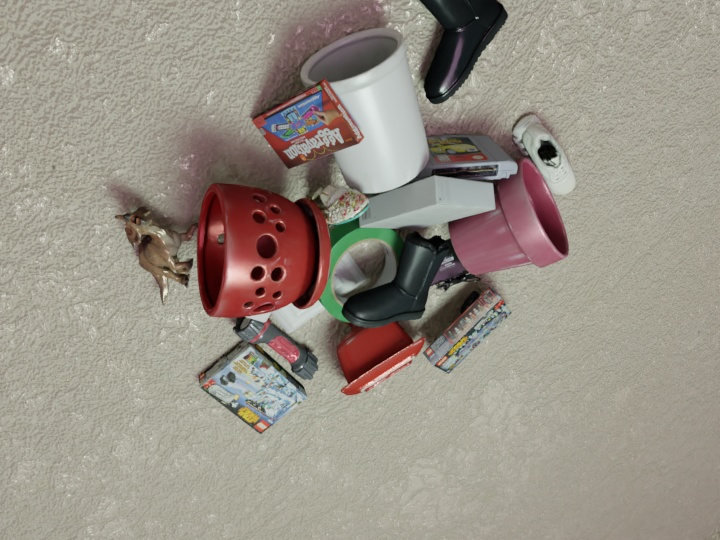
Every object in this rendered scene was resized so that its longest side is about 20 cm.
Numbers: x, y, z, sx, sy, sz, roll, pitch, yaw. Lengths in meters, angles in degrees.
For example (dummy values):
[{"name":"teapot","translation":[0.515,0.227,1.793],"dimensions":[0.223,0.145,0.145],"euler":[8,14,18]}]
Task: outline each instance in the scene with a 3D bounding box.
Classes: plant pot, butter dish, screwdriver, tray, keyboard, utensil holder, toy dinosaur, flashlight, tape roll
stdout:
[{"name":"plant pot","translation":[-0.154,-0.031,0.988],"dimensions":[0.179,0.201,0.204],"euler":[-1,122,-29]},{"name":"butter dish","translation":[0.022,0.153,1.282],"dimensions":[0.197,0.149,0.200],"euler":[-32,167,-4]},{"name":"screwdriver","translation":[0.219,0.132,1.405],"dimensions":[0.029,0.028,0.203],"euler":[22,116,2]},{"name":"plant pot","translation":[0.273,-0.084,1.186],"dimensions":[0.177,0.203,0.200],"euler":[-25,131,31]},{"name":"tray","translation":[-0.089,0.043,1.240],"dimensions":[0.198,0.022,0.108],"euler":[-34,125,3]},{"name":"keyboard","translation":[0.177,-0.010,1.304],"dimensions":[0.196,0.040,0.106],"euler":[-20,102,-6]},{"name":"utensil holder","translation":[0.014,-0.253,1.005],"dimensions":[0.167,0.171,0.202],"euler":[-24,129,-3]},{"name":"toy dinosaur","translation":[-0.351,-0.035,1.066],"dimensions":[0.133,0.087,0.202],"euler":[12,133,-14]},{"name":"flashlight","translation":[-0.163,0.152,1.249],"dimensions":[0.200,0.067,0.068],"euler":[45,66,-30]},{"name":"tape roll","translation":[0.000,0.000,1.206],"dimensions":[0.196,0.048,0.205],"euler":[-13,119,-24]}]

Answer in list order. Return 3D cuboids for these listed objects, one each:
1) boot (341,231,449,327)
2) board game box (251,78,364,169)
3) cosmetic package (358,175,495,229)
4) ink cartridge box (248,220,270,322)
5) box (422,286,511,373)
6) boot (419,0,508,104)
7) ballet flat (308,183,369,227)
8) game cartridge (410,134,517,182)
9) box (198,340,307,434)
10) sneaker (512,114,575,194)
[{"name":"boot","translation":[0.066,0.011,1.157],"dimensions":[0.197,0.076,0.171],"euler":[-3,121,-36]},{"name":"board game box","translation":[-0.087,-0.222,0.974],"dimensions":[0.103,0.198,0.020],"euler":[51,58,-23]},{"name":"cosmetic package","translation":[0.113,-0.114,1.094],"dimensions":[0.149,0.198,0.053],"euler":[2,81,-40]},{"name":"ink cartridge box","translation":[-0.183,-0.016,1.141],"dimensions":[0.114,0.067,0.202],"euler":[20,112,-29]},{"name":"box","translation":[0.234,0.134,1.352],"dimensions":[0.200,0.040,0.137],"euler":[-45,152,6]},{"name":"boot","translation":[0.131,-0.399,1.006],"dimensions":[0.167,0.077,0.201],"euler":[33,99,-36]},{"name":"ballet flat","translation":[-0.049,-0.113,1.061],"dimensions":[0.076,0.199,0.064],"euler":[-44,105,-17]},{"name":"game cartridge","translation":[0.163,-0.200,1.108],"dimensions":[0.195,0.134,0.042],"euler":[-6,121,-12]},{"name":"box","translation":[-0.222,0.245,1.307],"dimensions":[0.136,0.040,0.201],"euler":[-37,126,4]},{"name":"sneaker","translation":[0.368,-0.209,1.211],"dimensions":[0.075,0.081,0.199],"euler":[-43,126,9]}]
